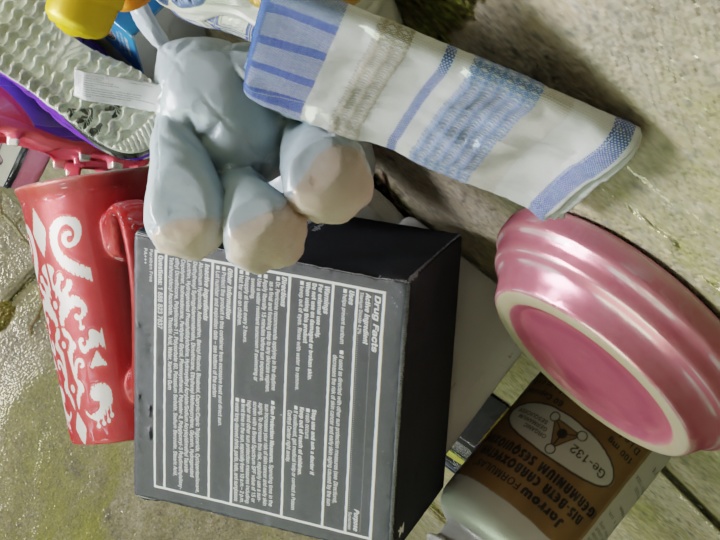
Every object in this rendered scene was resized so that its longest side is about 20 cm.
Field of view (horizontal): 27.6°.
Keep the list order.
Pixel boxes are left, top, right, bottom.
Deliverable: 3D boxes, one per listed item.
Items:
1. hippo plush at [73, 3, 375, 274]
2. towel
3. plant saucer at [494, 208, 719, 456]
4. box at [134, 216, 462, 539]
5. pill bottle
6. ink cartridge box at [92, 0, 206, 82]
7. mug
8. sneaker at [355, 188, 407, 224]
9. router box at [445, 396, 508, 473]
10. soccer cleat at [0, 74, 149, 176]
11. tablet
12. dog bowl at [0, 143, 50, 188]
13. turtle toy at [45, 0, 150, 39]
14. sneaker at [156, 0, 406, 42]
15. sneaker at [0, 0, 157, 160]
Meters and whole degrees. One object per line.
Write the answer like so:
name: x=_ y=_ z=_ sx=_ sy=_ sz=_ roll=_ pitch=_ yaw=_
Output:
hippo plush: x=-0.074 y=-0.071 z=0.955 sx=0.199 sy=0.160 sz=0.161 roll=20 pitch=174 yaw=12
towel: x=0.035 y=-0.082 z=0.754 sx=0.199 sy=0.024 sz=0.147 roll=22 pitch=167 yaw=-5
plant saucer: x=0.156 y=0.047 z=0.903 sx=0.200 sy=0.051 sz=0.201 roll=39 pitch=167 yaw=11
box: x=-0.043 y=0.068 z=1.019 sx=0.197 sy=0.123 sz=0.201 roll=11 pitch=111 yaw=20
pill bottle: x=0.123 y=0.170 z=1.059 sx=0.114 sy=0.200 sz=0.114 roll=39 pitch=167 yaw=11
ink cartridge box: x=-0.209 y=-0.225 z=1.060 sx=0.200 sy=0.067 sz=0.116 roll=40 pitch=166 yaw=9
mug: x=-0.189 y=0.028 z=1.113 sx=0.178 sy=0.133 sz=0.201 roll=-23 pitch=-74 yaw=-82
sneaker: x=0.000 y=0.000 z=1.126 sx=0.075 sy=0.089 sz=0.200 roll=30 pitch=162 yaw=47
router box: x=0.072 y=0.136 z=1.432 sx=0.200 sy=0.052 sz=0.157 roll=34 pitch=164 yaw=33
soccer cleat: x=-0.232 y=-0.118 z=1.113 sx=0.066 sy=0.077 sz=0.200 roll=-6 pitch=170 yaw=35
tablet: x=0.027 y=0.076 z=1.083 sx=0.130 sy=0.200 sz=0.014 roll=39 pitch=-166 yaw=15
dog bowl: x=-0.273 y=-0.155 z=1.226 sx=0.074 sy=0.201 sz=0.200 roll=24 pitch=171 yaw=-14
turtle toy: x=-0.169 y=-0.218 z=0.809 sx=0.199 sy=0.146 sz=0.101 roll=27 pitch=-172 yaw=12
sneaker: x=-0.049 y=-0.145 z=0.832 sx=0.200 sy=0.075 sz=0.088 roll=28 pitch=161 yaw=50
sneaker: x=-0.218 y=-0.145 z=1.042 sx=0.200 sy=0.070 sz=0.100 roll=43 pitch=172 yaw=2
